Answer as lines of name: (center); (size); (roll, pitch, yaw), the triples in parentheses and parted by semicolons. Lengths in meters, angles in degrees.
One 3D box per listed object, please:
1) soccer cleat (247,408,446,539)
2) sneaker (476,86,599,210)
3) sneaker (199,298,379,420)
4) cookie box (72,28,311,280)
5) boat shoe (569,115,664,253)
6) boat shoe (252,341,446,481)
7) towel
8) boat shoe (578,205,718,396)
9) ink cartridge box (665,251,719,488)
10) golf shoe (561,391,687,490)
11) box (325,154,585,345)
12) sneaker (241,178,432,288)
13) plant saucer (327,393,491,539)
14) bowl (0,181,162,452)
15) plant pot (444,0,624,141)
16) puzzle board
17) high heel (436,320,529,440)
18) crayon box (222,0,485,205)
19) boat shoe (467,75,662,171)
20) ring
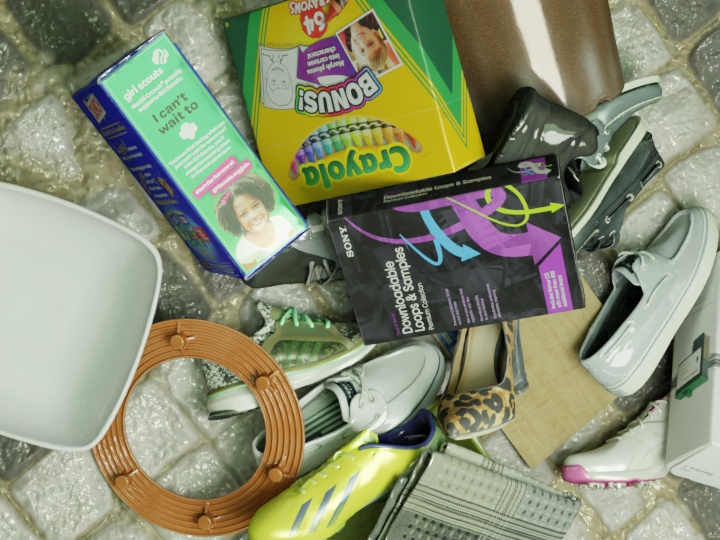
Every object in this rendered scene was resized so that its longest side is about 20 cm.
soccer cleat: (-0.013, 0.178, 1.406); (0.199, 0.065, 0.084); (-21, 120, -24)
sneaker: (0.140, -0.065, 1.397); (0.090, 0.200, 0.076); (19, 50, -7)
sneaker: (-0.059, 0.060, 1.456); (0.199, 0.077, 0.089); (-24, 91, -14)
cookie box: (-0.146, -0.095, 1.369); (0.075, 0.171, 0.201); (-40, 103, -12)
boat shoe: (0.220, -0.052, 1.513); (0.066, 0.074, 0.200); (46, 62, -21)
boat shoe: (-0.008, 0.125, 1.453); (0.200, 0.074, 0.067); (-39, 144, -11)
towel: (0.082, 0.256, 1.445); (0.199, 0.035, 0.194); (23, 100, -36)
boat shoe: (0.269, 0.017, 1.526); (0.071, 0.070, 0.202); (34, 78, -24)
ink cartridge box: (0.373, 0.104, 1.525); (0.145, 0.084, 0.202); (17, 62, -16)
golf shoe: (0.280, 0.161, 1.557); (0.198, 0.075, 0.092); (-6, 84, -20)
box: (0.082, -0.013, 1.375); (0.198, 0.036, 0.144); (-10, 127, 10)
sneaker: (0.000, 0.000, 1.447); (0.199, 0.075, 0.116); (-24, 79, -12)
plant saucer: (0.048, 0.247, 1.506); (0.199, 0.048, 0.201); (-36, 101, -10)
bowl: (-0.279, 0.037, 1.382); (0.199, 0.075, 0.201); (21, 88, -5)
plant pot: (0.135, -0.232, 1.433); (0.199, 0.200, 0.200); (-23, 108, -12)
puzzle board: (0.161, 0.064, 1.540); (0.150, 0.017, 0.201); (-39, 102, -8)
high heel: (0.099, 0.063, 1.431); (0.071, 0.200, 0.144); (-7, 101, 23)
crayon box: (-0.009, -0.156, 1.392); (0.058, 0.199, 0.174); (-24, 101, -51)
boat shoe: (0.198, -0.116, 1.505); (0.199, 0.073, 0.062); (-28, 87, -4)
ring: (-0.146, 0.141, 1.416); (0.199, 0.019, 0.202); (3, 104, 11)
